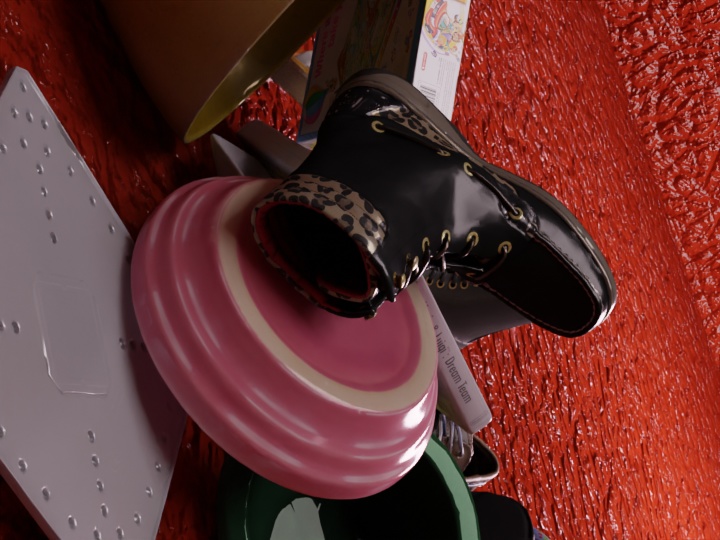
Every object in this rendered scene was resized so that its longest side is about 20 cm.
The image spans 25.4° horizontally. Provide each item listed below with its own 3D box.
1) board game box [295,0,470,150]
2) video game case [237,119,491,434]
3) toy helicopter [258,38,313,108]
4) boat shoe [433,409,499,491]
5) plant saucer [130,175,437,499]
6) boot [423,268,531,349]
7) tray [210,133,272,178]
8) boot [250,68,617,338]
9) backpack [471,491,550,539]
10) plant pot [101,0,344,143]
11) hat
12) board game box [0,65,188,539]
[{"bbox_3d":[0.022,-0.181,1.028,0.034,0.134,0.202,16,79,-31],"label":"board game box"},{"bbox_3d":[0.000,0.000,1.060,0.200,0.024,0.183,36,-23,58],"label":"video game case"},{"bbox_3d":[-0.037,-0.133,1.130,0.200,0.079,0.133,38,16,-46],"label":"toy helicopter"},{"bbox_3d":[0.046,0.120,1.179,0.200,0.072,0.073,37,40,-60],"label":"boat shoe"},{"bbox_3d":[-0.030,0.025,0.870,0.199,0.051,0.202,29,38,-25],"label":"plant saucer"},{"bbox_3d":[0.060,-0.006,1.227,0.200,0.137,0.078,47,31,-52],"label":"boot"},{"bbox_3d":[-0.029,0.005,1.002,0.201,0.022,0.107,54,5,12],"label":"tray"},{"bbox_3d":[0.041,-0.007,0.876,0.203,0.074,0.154,41,37,-3],"label":"boot"},{"bbox_3d":[0.106,0.279,1.145,0.163,0.152,0.202,-54,144,-72],"label":"backpack"},{"bbox_3d":[-0.083,-0.197,0.943,0.142,0.200,0.200,45,22,-2],"label":"plant pot"},{"bbox_3d":[-0.032,0.179,0.990,0.199,0.176,0.167,26,59,-19],"label":"hat"},{"bbox_3d":[-0.148,0.035,0.768,0.201,0.026,0.201,-81,149,-53],"label":"board game box"}]
